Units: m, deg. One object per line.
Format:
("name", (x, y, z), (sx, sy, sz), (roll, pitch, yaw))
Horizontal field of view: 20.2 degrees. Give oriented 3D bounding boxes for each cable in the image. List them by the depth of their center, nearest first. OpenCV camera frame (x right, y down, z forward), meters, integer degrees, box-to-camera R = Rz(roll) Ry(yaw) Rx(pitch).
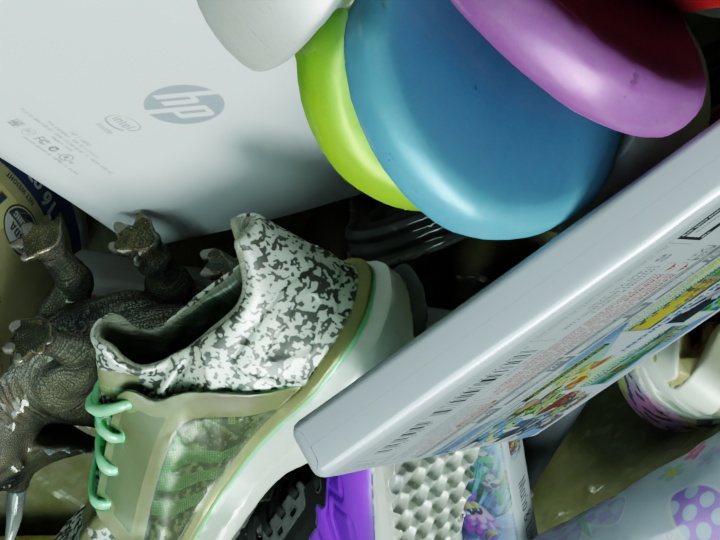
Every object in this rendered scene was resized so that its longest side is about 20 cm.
("cable", (0.091, -0.032, 0.717), (0.199, 0.097, 0.051), (-28, 106, 7))

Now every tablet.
("tablet", (-0.079, -0.058, 0.701), (0.129, 0.014, 0.200), (-14, 155, 25))

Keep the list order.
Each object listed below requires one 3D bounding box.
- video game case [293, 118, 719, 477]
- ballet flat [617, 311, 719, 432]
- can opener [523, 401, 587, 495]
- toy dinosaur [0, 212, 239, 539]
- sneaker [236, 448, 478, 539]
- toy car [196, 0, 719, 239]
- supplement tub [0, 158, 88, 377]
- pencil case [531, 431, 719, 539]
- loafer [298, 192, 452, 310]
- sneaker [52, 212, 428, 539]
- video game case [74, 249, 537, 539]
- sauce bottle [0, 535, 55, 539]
("video game case", (0.095, 0.001, 0.664), (0.199, 0.182, 0.022), (-37, 74, 21))
("ballet flat", (0.157, 0.014, 0.789), (0.069, 0.071, 0.200), (32, 132, -7))
("can opener", (0.055, 0.087, 0.888), (0.053, 0.067, 0.201), (25, 138, 0))
("toy dinosaur", (-0.081, 0.030, 0.788), (0.198, 0.077, 0.103), (-18, 144, -2))
("sneaker", (-0.010, 0.099, 0.803), (0.099, 0.070, 0.201), (16, 134, 22))
("toy car", (0.059, -0.094, 0.586), (0.174, 0.150, 0.201), (28, 106, -23))
("supplement tub", (-0.213, 0.022, 0.851), (0.143, 0.201, 0.145), (10, 130, 12))
("pencil case", (0.155, 0.101, 0.781), (0.199, 0.091, 0.083), (-35, 112, 22))
("loafer", (0.000, 0.000, 0.836), (0.071, 0.073, 0.201), (9, 130, 11))
("sneaker", (-0.071, 0.051, 0.721), (0.088, 0.077, 0.200), (38, 107, -23))
("video game case", (-0.021, 0.080, 0.863), (0.198, 0.024, 0.183), (9, 132, 26))
("sauce bottle", (-0.123, 0.165, 1.022), (0.198, 0.066, 0.066), (-5, 125, 25))
